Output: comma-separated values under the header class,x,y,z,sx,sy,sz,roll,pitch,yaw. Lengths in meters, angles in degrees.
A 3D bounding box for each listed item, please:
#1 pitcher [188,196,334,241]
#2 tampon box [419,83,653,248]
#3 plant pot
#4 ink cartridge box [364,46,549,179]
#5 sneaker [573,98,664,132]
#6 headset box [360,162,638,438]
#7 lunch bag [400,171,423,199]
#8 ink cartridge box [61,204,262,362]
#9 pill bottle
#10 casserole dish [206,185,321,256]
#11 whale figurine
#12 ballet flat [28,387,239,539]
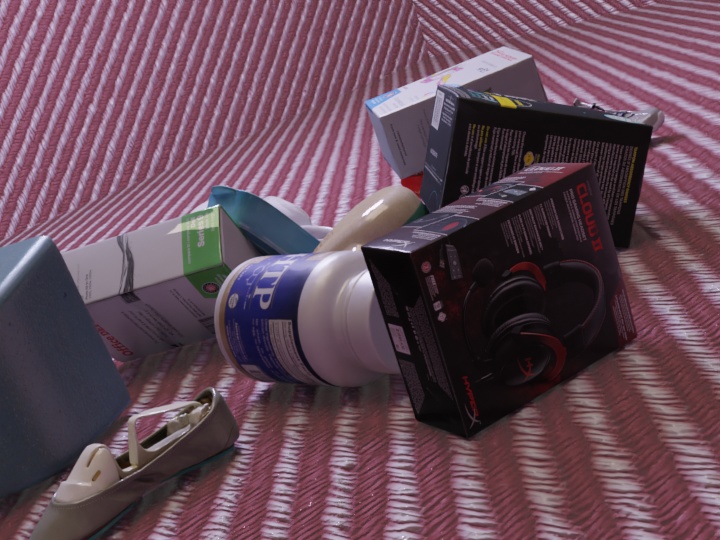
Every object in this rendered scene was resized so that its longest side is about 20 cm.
class,x,y,z,sx,sy,sz,roll,pitch,yaw
pitcher,-0.133,-0.041,1.478,0.171,0.122,0.200,9,15,30
tampon box,0.175,-0.111,1.138,0.198,0.127,0.150,7,13,-7
plant pot,-0.365,0.116,1.015,0.194,0.197,0.200,-14,23,17
ink cartridge box,0.117,-0.198,1.354,0.199,0.085,0.145,-21,18,-1
sneaker,0.320,-0.200,1.530,0.199,0.083,0.075,-11,16,29
headset box,0.117,0.013,0.844,0.199,0.150,0.075,-25,17,-26
lunch bag,0.136,-0.137,1.415,0.175,0.082,0.200,-22,15,-10
ink cartridge box,-0.217,0.019,1.239,0.199,0.146,0.085,-15,59,11
pill bottle,-0.028,0.043,0.981,0.199,0.120,0.119,-3,21,47
casserole dish,-0.102,-0.030,1.294,0.121,0.200,0.039,1,58,53
whale figurine,0.000,0.000,1.204,0.200,0.104,0.159,-43,10,1
ballet flat,-0.187,0.154,0.876,0.199,0.064,0.067,-29,17,-34
